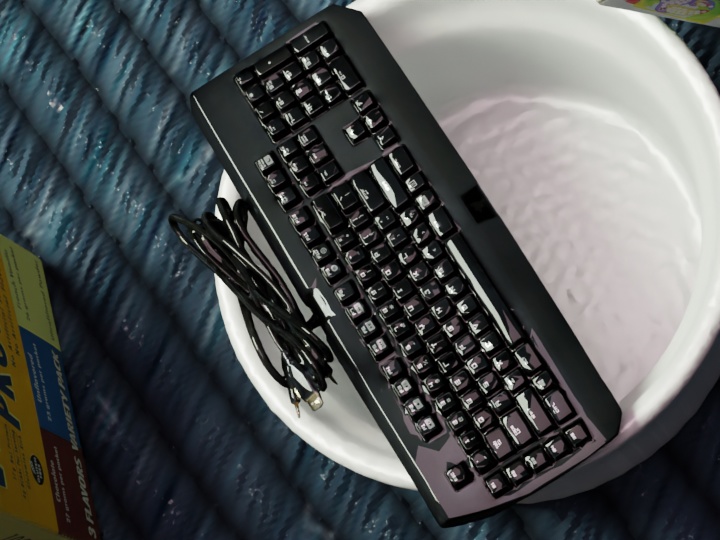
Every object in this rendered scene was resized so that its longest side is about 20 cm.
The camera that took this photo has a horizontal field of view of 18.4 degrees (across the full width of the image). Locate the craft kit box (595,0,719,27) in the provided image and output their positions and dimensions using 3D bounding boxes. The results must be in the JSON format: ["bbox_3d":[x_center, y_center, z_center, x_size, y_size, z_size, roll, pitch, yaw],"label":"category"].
[{"bbox_3d":[0.169,-0.180,0.823,0.048,0.199,0.199,-25,63,57],"label":"craft kit box"}]

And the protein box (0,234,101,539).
[{"bbox_3d":[-0.238,0.061,0.860,0.199,0.199,0.136,-19,70,11],"label":"protein box"}]

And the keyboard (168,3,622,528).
[{"bbox_3d":[0.000,0.000,0.787,0.104,0.040,0.201,-34,67,4],"label":"keyboard"}]

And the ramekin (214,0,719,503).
[{"bbox_3d":[0.052,-0.006,0.847,0.199,0.098,0.202,-5,73,16],"label":"ramekin"}]
